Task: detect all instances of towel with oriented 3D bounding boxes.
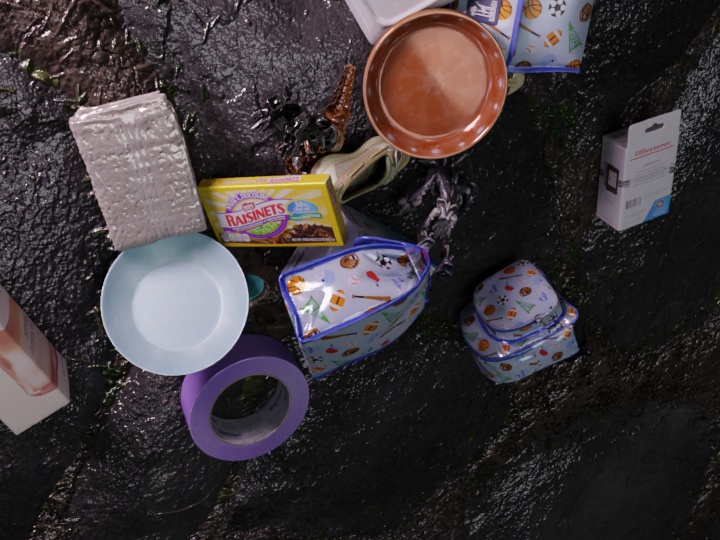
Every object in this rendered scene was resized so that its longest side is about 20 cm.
[{"bbox_3d":[-0.283,-0.125,1.009,0.130,0.035,0.203,-14,124,-8],"label":"towel"}]

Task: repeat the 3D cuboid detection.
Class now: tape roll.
[{"bbox_3d":[-0.184,0.204,1.249,0.196,0.066,0.204,-13,123,-20],"label":"tape roll"}]

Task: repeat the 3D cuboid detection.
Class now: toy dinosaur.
[{"bbox_3d":[-0.069,-0.187,1.071,0.134,0.101,0.204,12,95,-48],"label":"toy dinosaur"}]

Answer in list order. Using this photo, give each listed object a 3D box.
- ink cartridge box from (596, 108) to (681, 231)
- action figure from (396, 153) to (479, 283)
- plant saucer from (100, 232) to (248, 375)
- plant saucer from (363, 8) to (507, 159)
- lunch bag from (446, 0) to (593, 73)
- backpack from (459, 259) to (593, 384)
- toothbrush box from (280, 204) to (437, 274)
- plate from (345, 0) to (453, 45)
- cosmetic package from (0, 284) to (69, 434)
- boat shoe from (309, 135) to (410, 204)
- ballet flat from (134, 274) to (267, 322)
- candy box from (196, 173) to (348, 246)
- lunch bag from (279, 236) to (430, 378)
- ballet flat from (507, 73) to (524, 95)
[{"bbox_3d":[0.481,-0.184,1.356,0.114,0.067,0.203,-18,126,-16],"label":"ink cartridge box"},{"bbox_3d":[0.113,-0.090,1.192,0.118,0.203,0.102,27,148,-23],"label":"action figure"},{"bbox_3d":[-0.253,0.046,1.074,0.198,0.204,0.039,-19,167,-15],"label":"plant saucer"},{"bbox_3d":[0.100,-0.252,1.062,0.196,0.033,0.204,-2,120,-3],"label":"plant saucer"},{"bbox_3d":[0.216,-0.367,1.077,0.195,0.125,0.173,0,121,-9],"label":"lunch bag"},{"bbox_3d":[0.269,0.094,1.347,0.189,0.201,0.155,-35,124,5],"label":"backpack"},{"bbox_3d":[0.000,0.000,1.207,0.198,0.086,0.148,26,106,-35],"label":"toothbrush box"},{"bbox_3d":[0.051,-0.397,0.974,0.197,0.033,0.200,-24,130,20],"label":"plate"},{"bbox_3d":[-0.471,0.101,1.013,0.086,0.104,0.202,-29,129,-6],"label":"cosmetic package"},{"bbox_3d":[0.013,-0.139,1.103,0.199,0.063,0.074,-22,141,-47],"label":"boat shoe"},{"bbox_3d":[-0.233,0.054,1.139,0.196,0.069,0.076,-11,141,-14],"label":"ballet flat"},{"bbox_3d":[-0.120,-0.079,1.057,0.196,0.027,0.104,0,127,23],"label":"candy box"},{"bbox_3d":[0.001,0.041,1.066,0.196,0.126,0.171,-20,159,-5],"label":"lunch bag"},{"bbox_3d":[0.158,-0.270,1.141,0.196,0.057,0.068,-10,123,-22],"label":"ballet flat"}]
